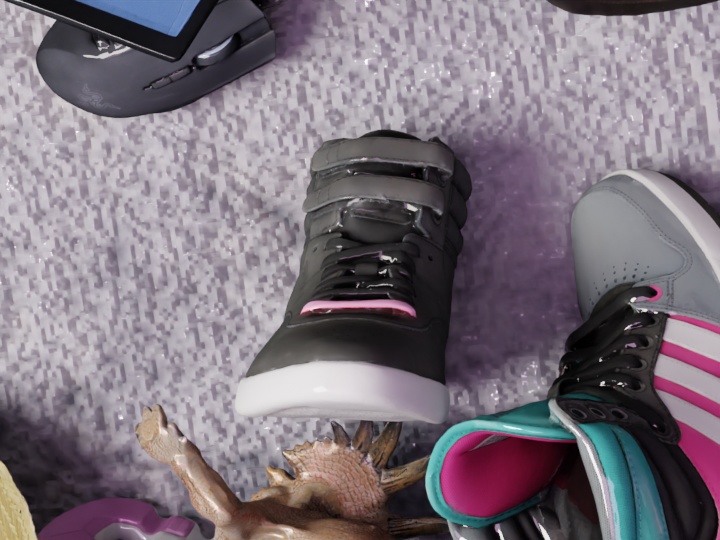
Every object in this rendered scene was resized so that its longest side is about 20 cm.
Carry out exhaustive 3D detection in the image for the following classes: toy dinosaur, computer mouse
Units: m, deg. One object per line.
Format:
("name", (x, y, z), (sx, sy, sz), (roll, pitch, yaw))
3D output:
("toy dinosaur", (-0.001, 0.112, 0.750), (0.200, 0.135, 0.086), (42, 119, 42))
("computer mouse", (-0.026, -0.090, 0.787), (0.199, 0.034, 0.059), (-14, 139, 17))

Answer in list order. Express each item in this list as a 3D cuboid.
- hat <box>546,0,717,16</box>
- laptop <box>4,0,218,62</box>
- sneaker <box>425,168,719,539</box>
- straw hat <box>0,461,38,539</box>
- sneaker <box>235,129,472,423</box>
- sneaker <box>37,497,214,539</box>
("hat", (0.116, -0.177, 0.713), (0.201, 0.200, 0.081), (-49, 49, 17))
("laptop", (-0.098, -0.198, 0.729), (0.177, 0.103, 0.201), (21, 105, 7))
("sneaker", (0.076, 0.047, 0.722), (0.084, 0.120, 0.200), (-54, 41, 43))
("straw hat", (-0.178, 0.154, 0.855), (0.201, 0.085, 0.202), (-13, 64, 28))
("sneaker", (0.000, 0.000, 0.737), (0.070, 0.200, 0.100), (4, 92, 5))
("sneaker", (-0.037, 0.158, 0.838), (0.200, 0.080, 0.089), (15, 110, 15))
